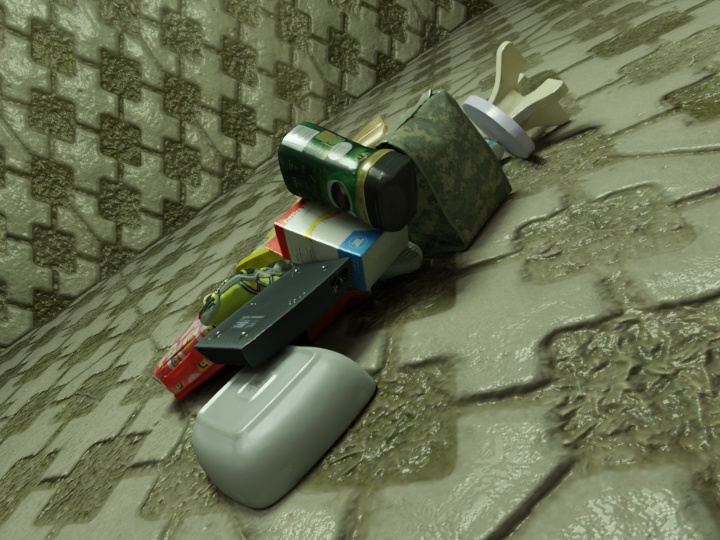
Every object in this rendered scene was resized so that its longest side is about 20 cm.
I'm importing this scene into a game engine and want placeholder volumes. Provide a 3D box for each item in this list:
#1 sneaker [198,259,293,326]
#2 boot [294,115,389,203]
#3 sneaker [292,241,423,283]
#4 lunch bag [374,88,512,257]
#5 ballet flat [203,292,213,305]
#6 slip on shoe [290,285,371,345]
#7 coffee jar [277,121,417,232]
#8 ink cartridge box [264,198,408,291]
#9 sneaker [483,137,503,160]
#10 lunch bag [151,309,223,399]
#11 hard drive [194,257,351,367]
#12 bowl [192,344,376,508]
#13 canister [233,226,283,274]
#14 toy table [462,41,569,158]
[{"bbox_3d":[-0.149,0.042,0.914,0.199,0.077,0.075,-26,-17,-51],"label":"sneaker"},{"bbox_3d":[-0.022,-0.175,1.081,0.199,0.066,0.176,-35,36,9],"label":"boot"},{"bbox_3d":[0.000,0.000,0.951,0.197,0.082,0.074,-2,43,14],"label":"sneaker"},{"bbox_3d":[0.110,-0.148,0.924,0.117,0.201,0.164,-9,31,49],"label":"lunch bag"},{"bbox_3d":[-0.255,0.076,1.179,0.067,0.063,0.199,-42,21,-24],"label":"ballet flat"},{"bbox_3d":[-0.071,0.074,0.904,0.198,0.074,0.062,-26,62,-6],"label":"slip on shoe"},{"bbox_3d":[-0.015,-0.128,0.851,0.199,0.105,0.085,26,56,31],"label":"coffee jar"},{"bbox_3d":[-0.042,-0.059,0.910,0.198,0.068,0.116,21,51,30],"label":"ink cartridge box"},{"bbox_3d":[0.168,-0.180,1.084,0.198,0.073,0.072,-15,-32,-21],"label":"sneaker"},{"bbox_3d":[-0.242,0.115,0.983,0.200,0.082,0.177,-37,12,37],"label":"lunch bag"},{"bbox_3d":[-0.106,0.053,0.807,0.134,0.043,0.200,-7,27,49],"label":"hard drive"},{"bbox_3d":[-0.102,0.158,0.720,0.200,0.075,0.199,-44,23,-27],"label":"bowl"},{"bbox_3d":[-0.149,-0.039,1.251,0.147,0.087,0.200,-23,20,26],"label":"canister"},{"bbox_3d":[0.268,-0.281,1.068,0.117,0.183,0.200,-46,37,7],"label":"toy table"}]
